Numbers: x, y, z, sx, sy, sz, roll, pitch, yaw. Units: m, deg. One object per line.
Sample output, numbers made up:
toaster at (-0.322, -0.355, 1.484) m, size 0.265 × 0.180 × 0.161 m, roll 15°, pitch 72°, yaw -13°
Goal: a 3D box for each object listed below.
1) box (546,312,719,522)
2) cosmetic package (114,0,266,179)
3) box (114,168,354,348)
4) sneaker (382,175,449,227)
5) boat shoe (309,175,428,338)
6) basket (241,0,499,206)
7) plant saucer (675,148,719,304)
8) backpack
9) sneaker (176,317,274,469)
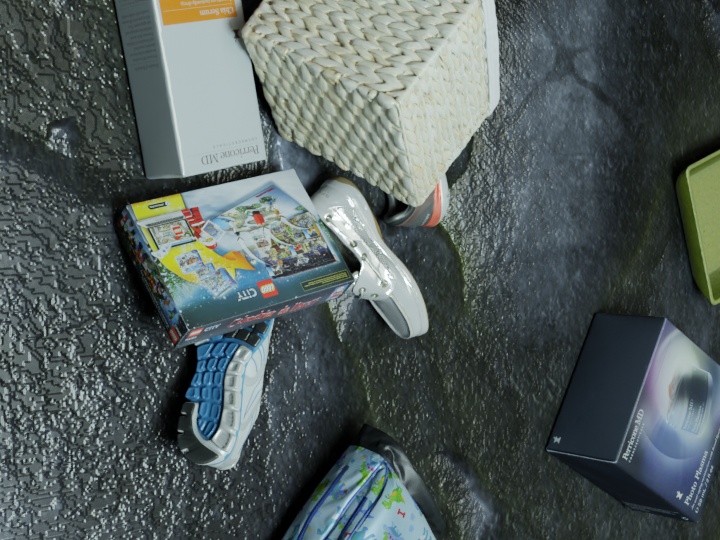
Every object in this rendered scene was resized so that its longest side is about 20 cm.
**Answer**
box at (0.369, 0.189, 1.609) m, size 0.198 × 0.123 × 0.201 m, roll 35°, pitch 70°, yaw -34°
cosmetic package at (-0.162, -0.195, 1.182) m, size 0.101 × 0.071 × 0.202 m, roll -17°, pitch 103°, yaw -38°
box at (-0.119, -0.016, 1.205) m, size 0.199 × 0.038 × 0.137 m, roll -16°, pitch 70°, yaw -38°
sneaker at (0.046, -0.141, 1.358) m, size 0.081 × 0.077 × 0.202 m, roll -14°, pitch 100°, yaw -32°
boat shoe at (0.000, 0.000, 1.330) m, size 0.069 × 0.071 × 0.201 m, roll -42°, pitch 108°, yaw -29°
basket at (0.014, -0.200, 1.214) m, size 0.161 × 0.197 × 0.200 m, roll -55°, pitch 158°, yaw -17°
plant saucer at (0.516, -0.079, 1.769) m, size 0.199 × 0.048 × 0.201 m, roll -26°, pitch 108°, yaw -36°
backpack at (-0.004, 0.293, 1.303) m, size 0.200 × 0.153 × 0.164 m, roll -37°, pitch 121°, yaw -19°
sneaker at (-0.126, 0.102, 1.238) m, size 0.087 × 0.074 × 0.201 m, roll 61°, pitch 42°, yaw -64°
